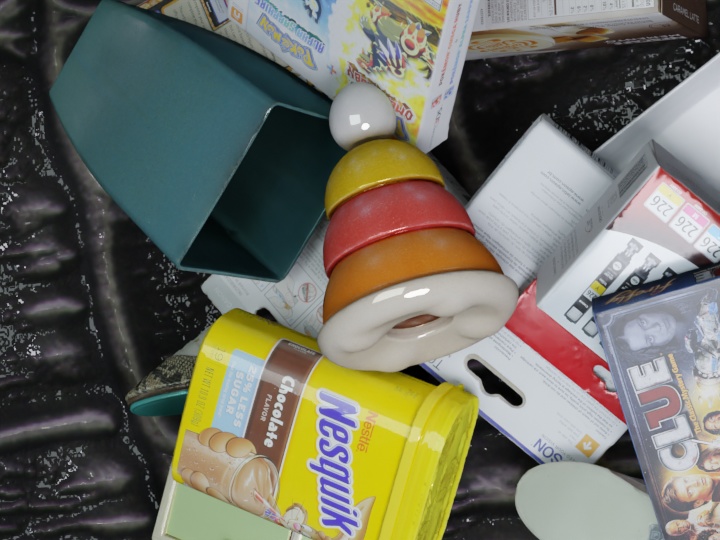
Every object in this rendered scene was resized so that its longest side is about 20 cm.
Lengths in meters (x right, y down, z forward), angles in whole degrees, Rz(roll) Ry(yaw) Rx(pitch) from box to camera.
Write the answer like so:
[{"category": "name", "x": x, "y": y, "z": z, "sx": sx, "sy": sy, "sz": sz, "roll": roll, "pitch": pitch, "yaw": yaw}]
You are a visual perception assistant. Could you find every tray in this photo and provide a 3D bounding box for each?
[{"category": "tray", "x": 0.233, "y": -0.070, "z": 1.653, "sx": 0.200, "sy": 0.022, "sz": 0.108, "roll": -38, "pitch": 94, "yaw": 20}]

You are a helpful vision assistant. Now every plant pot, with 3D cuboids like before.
[{"category": "plant pot", "x": -0.127, "y": -0.109, "z": 1.696, "sx": 0.200, "sy": 0.141, "sz": 0.142, "roll": 39, "pitch": 105, "yaw": 28}]

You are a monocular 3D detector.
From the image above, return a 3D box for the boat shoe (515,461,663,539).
[{"category": "boat shoe", "x": 0.211, "y": 0.188, "z": 1.637, "sx": 0.200, "sy": 0.071, "sz": 0.070, "roll": 13, "pitch": 85, "yaw": 19}]

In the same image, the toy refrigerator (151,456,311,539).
[{"category": "toy refrigerator", "x": -0.060, "y": 0.207, "z": 1.771, "sx": 0.199, "sy": 0.070, "sz": 0.076, "roll": 18, "pitch": 95, "yaw": 25}]

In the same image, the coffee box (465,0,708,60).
[{"category": "coffee box", "x": 0.144, "y": -0.208, "z": 1.664, "sx": 0.199, "sy": 0.114, "sz": 0.080, "roll": -3, "pitch": 86, "yaw": 25}]

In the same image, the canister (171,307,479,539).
[{"category": "canister", "x": -0.029, "y": 0.127, "z": 1.667, "sx": 0.199, "sy": 0.087, "sz": 0.149, "roll": 21, "pitch": 110, "yaw": 16}]

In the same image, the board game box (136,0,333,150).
[{"category": "board game box", "x": -0.098, "y": -0.164, "z": 1.781, "sx": 0.199, "sy": 0.046, "sz": 0.152, "roll": -25, "pitch": 77, "yaw": 23}]

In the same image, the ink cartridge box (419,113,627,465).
[{"category": "ink cartridge box", "x": 0.145, "y": 0.023, "z": 1.657, "sx": 0.196, "sy": 0.043, "sz": 0.200, "roll": 40, "pitch": 106, "yaw": -2}]

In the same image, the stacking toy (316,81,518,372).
[{"category": "stacking toy", "x": 0.021, "y": -0.041, "z": 1.605, "sx": 0.146, "sy": 0.146, "sz": 0.201, "roll": -24, "pitch": 68, "yaw": 23}]

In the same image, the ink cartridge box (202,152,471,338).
[{"category": "ink cartridge box", "x": 0.000, "y": 0.000, "z": 1.746, "sx": 0.200, "sy": 0.057, "sz": 0.163, "roll": -46, "pitch": 71, "yaw": 15}]

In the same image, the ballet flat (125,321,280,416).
[{"category": "ballet flat", "x": -0.090, "y": 0.078, "z": 1.799, "sx": 0.199, "sy": 0.068, "sz": 0.076, "roll": -2, "pitch": 73, "yaw": 19}]

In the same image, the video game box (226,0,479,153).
[{"category": "video game box", "x": -0.007, "y": -0.203, "z": 1.633, "sx": 0.200, "sy": 0.047, "sz": 0.183, "roll": 39, "pitch": 146, "yaw": 21}]

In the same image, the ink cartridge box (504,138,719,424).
[{"category": "ink cartridge box", "x": 0.225, "y": 0.043, "z": 1.585, "sx": 0.200, "sy": 0.084, "sz": 0.176, "roll": 38, "pitch": 105, "yaw": -7}]

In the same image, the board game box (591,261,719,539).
[{"category": "board game box", "x": 0.249, "y": 0.096, "z": 1.538, "sx": 0.135, "sy": 0.035, "sz": 0.201, "roll": -17, "pitch": 106, "yaw": 10}]
